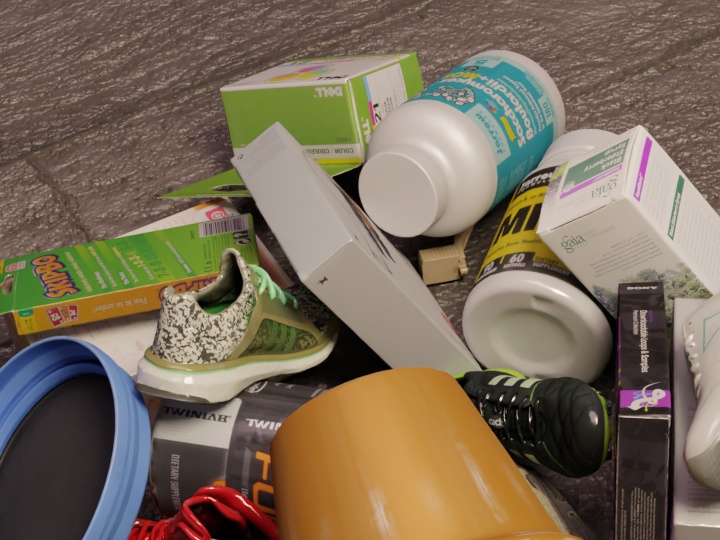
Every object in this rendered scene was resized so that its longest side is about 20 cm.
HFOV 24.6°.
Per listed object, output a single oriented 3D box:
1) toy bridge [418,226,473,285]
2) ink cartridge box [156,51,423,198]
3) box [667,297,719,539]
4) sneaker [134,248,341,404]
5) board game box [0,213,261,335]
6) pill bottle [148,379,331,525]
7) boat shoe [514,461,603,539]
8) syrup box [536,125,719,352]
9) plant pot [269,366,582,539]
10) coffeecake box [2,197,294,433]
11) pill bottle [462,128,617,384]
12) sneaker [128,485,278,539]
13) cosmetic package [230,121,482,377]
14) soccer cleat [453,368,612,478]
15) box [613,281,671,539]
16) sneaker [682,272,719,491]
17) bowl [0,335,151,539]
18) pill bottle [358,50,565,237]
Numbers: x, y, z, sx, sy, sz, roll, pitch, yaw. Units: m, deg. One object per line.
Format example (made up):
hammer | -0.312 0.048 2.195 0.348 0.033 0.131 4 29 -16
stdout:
toy bridge | 0.064 -0.060 1.395 0.067 0.027 0.200 -11 41 -6
ink cartridge box | -0.059 -0.121 1.372 0.147 0.076 0.200 2 19 39
box | 0.251 0.131 1.085 0.097 0.125 0.200 2 43 9
sneaker | -0.074 0.026 1.137 0.077 0.089 0.200 17 23 27
board game box | -0.174 0.003 1.230 0.199 0.030 0.096 -8 26 -4
pill bottle | -0.036 0.132 1.134 0.199 0.107 0.106 7 43 15
boat shoe | 0.132 0.193 1.071 0.066 0.072 0.201 -1 38 -33
syrup box | 0.221 0.000 1.175 0.079 0.200 0.082 -26 28 38
plant pot | 0.031 0.166 0.979 0.199 0.200 0.184 -16 63 -11
coffeecake box | -0.158 0.042 1.276 0.199 0.073 0.154 -23 44 -17
pill bottle | 0.159 -0.012 1.266 0.114 0.115 0.200 10 44 18
sneaker | -0.128 0.174 1.092 0.199 0.116 0.078 8 44 16
cosmetic package | 0.000 0.000 1.210 0.052 0.200 0.151 -37 45 8
soccer cleat | 0.107 0.103 1.124 0.081 0.068 0.200 -2 3 -17
box | 0.180 0.110 1.062 0.036 0.144 0.200 1 22 10
sneaker | 0.233 0.065 1.025 0.080 0.071 0.200 9 37 29
bowl | -0.216 0.145 1.114 0.200 0.039 0.201 -25 51 35
pill bottle | 0.077 -0.097 1.318 0.110 0.111 0.200 17 33 25
